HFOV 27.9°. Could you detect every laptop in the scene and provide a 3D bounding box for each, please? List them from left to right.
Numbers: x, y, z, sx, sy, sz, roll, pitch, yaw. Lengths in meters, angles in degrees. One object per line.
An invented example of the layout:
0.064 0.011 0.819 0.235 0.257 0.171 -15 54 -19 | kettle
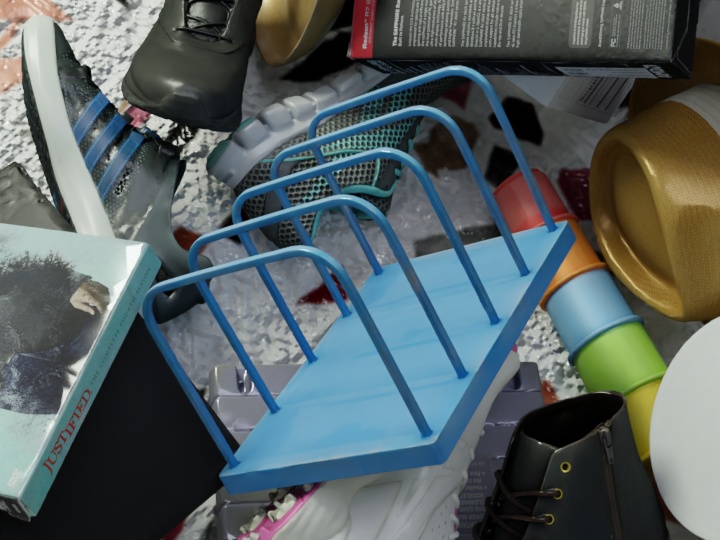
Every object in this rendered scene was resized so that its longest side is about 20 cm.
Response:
-0.193 0.073 0.778 0.177 0.104 0.200 -39 50 -10 | laptop

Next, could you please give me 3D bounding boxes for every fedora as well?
0.192 -0.034 0.860 0.081 0.201 0.202 -17 67 -19 | fedora

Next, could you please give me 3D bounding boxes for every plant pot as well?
-0.029 -0.225 0.902 0.027 0.200 0.203 7 60 -20 | plant pot

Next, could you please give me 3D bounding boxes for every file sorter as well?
0.000 0.000 0.759 0.124 0.138 0.200 60 39 -20 | file sorter

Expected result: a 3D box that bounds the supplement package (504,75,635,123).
0.106 -0.216 0.916 0.200 0.157 0.110 41 18 23 | supplement package

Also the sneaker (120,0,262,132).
-0.094 -0.152 0.867 0.075 0.092 0.201 13 31 -9 | sneaker

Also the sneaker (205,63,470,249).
0.001 -0.078 0.913 0.199 0.078 0.092 -31 89 -23 | sneaker

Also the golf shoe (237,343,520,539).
0.026 0.114 0.778 0.200 0.075 0.092 -40 91 -26 | golf shoe

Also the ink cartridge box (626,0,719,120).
0.279 -0.138 0.923 0.145 0.201 0.085 32 49 5 | ink cartridge box

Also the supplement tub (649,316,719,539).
0.268 0.103 0.791 0.198 0.144 0.146 19 55 -35 | supplement tub

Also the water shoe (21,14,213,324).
-0.145 -0.061 0.859 0.078 0.072 0.202 -16 77 -17 | water shoe

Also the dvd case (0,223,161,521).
-0.212 0.038 0.730 0.198 0.022 0.147 7 58 28 | dvd case

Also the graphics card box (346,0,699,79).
0.094 -0.176 0.827 0.198 0.051 0.127 4 87 28 | graphics card box

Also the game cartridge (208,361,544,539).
0.015 0.116 0.824 0.197 0.038 0.131 1 66 -14 | game cartridge

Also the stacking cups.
0.142 0.030 0.895 0.060 0.061 0.202 -16 62 -21 | stacking cups

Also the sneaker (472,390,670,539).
0.071 0.147 0.741 0.199 0.074 0.107 -34 119 -28 | sneaker
